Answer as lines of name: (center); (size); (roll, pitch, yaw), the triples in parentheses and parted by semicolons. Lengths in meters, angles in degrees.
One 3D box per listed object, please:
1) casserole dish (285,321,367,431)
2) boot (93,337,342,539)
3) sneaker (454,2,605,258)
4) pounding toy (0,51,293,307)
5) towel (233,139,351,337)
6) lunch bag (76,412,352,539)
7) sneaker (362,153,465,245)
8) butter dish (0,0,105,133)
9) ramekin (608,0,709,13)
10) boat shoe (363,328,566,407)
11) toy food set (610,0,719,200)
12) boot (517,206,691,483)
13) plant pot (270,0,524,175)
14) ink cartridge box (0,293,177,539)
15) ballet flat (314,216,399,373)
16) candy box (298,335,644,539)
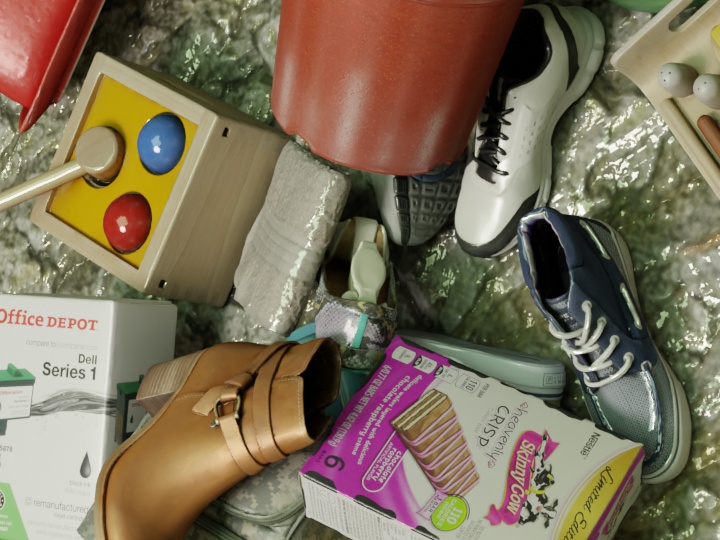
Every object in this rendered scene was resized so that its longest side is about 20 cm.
casserole dish: (-0.033, 0.135, 1.503); (0.121, 0.039, 0.201); (-25, 67, 31)
boot: (-0.093, 0.134, 1.328); (0.155, 0.077, 0.201); (-11, 43, 29)
sneaker: (0.108, -0.107, 1.412); (0.074, 0.080, 0.201); (24, 99, 35)
pounding toy: (-0.200, -0.074, 1.597); (0.200, 0.142, 0.185); (29, 100, 36)
towel: (-0.056, -0.029, 1.481); (0.200, 0.034, 0.133); (-142, 72, -76)
lunch bag: (-0.090, 0.176, 1.437); (0.200, 0.139, 0.168); (26, 80, 35)
sneaker: (0.026, -0.109, 1.491); (0.087, 0.074, 0.201); (-27, 60, 44)
butter dish: (-0.302, -0.241, 1.659); (0.200, 0.147, 0.200); (-65, 14, 10)
ramekin: (0.203, -0.292, 1.358); (0.199, 0.098, 0.201); (-7, 78, 36)
boat shoe: (0.059, 0.082, 1.423); (0.199, 0.072, 0.062); (11, 95, 37)
toy food set: (0.273, -0.115, 1.297); (0.143, 0.060, 0.200); (-43, 62, 24)
boot: (0.163, 0.052, 1.335); (0.073, 0.090, 0.201); (-31, 65, 29)
plant pot: (0.027, -0.186, 1.336); (0.201, 0.200, 0.196); (42, 133, 34)
ink cartridge box: (-0.233, 0.119, 1.547); (0.146, 0.084, 0.201); (2, 87, 34)
ballet flat: (0.000, 0.000, 1.430); (0.072, 0.072, 0.201); (-48, 20, 20)
candy box: (0.076, 0.144, 1.315); (0.199, 0.061, 0.137); (23, 57, 22)
